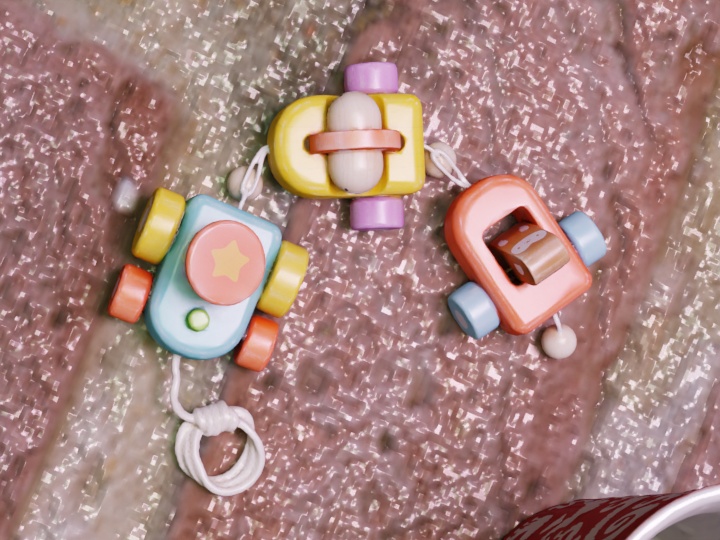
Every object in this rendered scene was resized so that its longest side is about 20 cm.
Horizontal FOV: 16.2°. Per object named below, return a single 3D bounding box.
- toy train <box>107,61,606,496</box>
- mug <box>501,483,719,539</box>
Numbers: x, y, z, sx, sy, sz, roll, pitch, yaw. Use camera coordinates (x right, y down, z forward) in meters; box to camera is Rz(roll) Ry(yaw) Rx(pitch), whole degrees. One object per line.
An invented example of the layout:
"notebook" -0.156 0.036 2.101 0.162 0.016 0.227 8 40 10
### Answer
"toy train" 0.000 0.000 1.023 0.199 0.056 0.151 -29 93 -12
"mug" 0.128 0.163 0.968 0.133 0.200 0.178 -39 96 -12
